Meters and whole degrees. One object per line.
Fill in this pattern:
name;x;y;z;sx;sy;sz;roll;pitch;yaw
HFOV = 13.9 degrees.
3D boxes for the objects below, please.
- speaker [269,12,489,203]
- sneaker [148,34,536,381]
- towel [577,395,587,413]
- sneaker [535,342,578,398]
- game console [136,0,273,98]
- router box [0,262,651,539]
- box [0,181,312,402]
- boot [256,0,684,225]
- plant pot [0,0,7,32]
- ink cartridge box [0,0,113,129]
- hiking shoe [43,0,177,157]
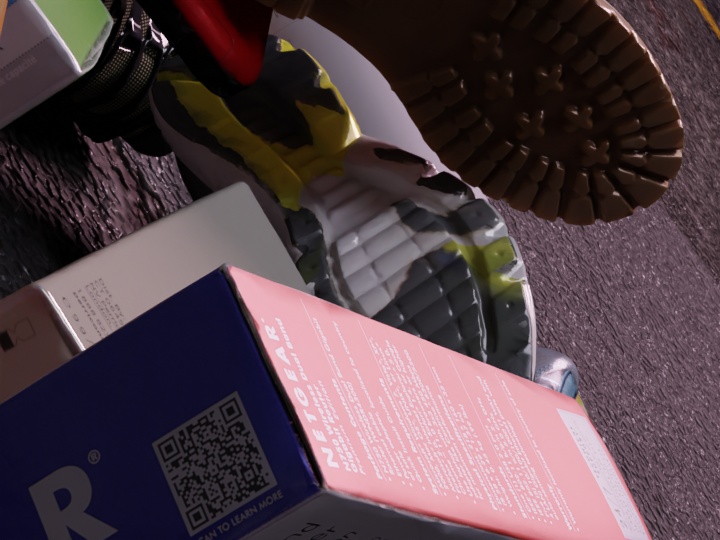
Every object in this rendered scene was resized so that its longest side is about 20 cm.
speaker;-0.008;-0.064;1.235;0.081;0.081;0.200;37;22;-52
sneaker;0.000;0.000;0.998;0.200;0.074;0.085;53;-18;39
towel;0.080;0.110;1.261;0.171;0.048;0.200;33;30;-55
sneaker;0.057;0.111;1.007;0.079;0.095;0.200;88;17;-48
game console;-0.116;-0.148;0.989;0.172;0.118;0.200;52;25;-27
router box;-0.058;0.083;0.622;0.179;0.200;0.049;22;40;-62
box;-0.076;0.040;0.839;0.078;0.095;0.200;60;17;-1
boot;0.027;-0.099;0.969;0.200;0.075;0.107;39;21;-18
plant pot;-0.180;-0.065;0.578;0.140;0.200;0.200;22;36;-38
ink cartridge box;-0.170;-0.114;0.819;0.200;0.104;0.059;55;16;-14
hiking shoe;-0.088;-0.085;1.054;0.101;0.076;0.200;49;17;-12
